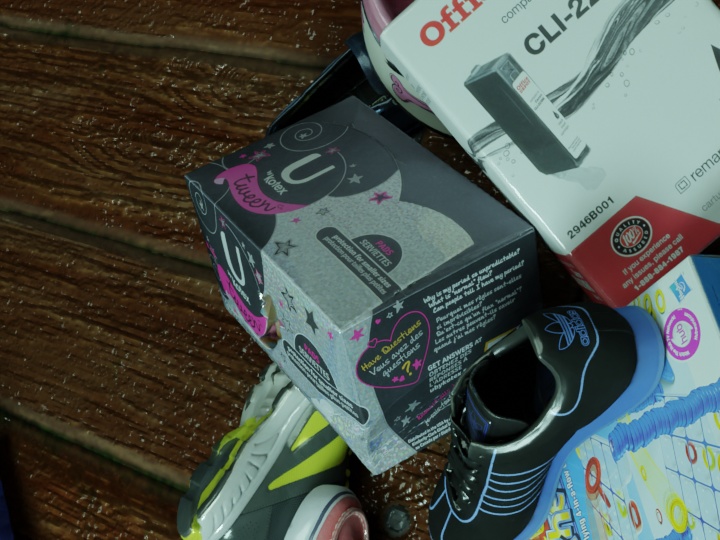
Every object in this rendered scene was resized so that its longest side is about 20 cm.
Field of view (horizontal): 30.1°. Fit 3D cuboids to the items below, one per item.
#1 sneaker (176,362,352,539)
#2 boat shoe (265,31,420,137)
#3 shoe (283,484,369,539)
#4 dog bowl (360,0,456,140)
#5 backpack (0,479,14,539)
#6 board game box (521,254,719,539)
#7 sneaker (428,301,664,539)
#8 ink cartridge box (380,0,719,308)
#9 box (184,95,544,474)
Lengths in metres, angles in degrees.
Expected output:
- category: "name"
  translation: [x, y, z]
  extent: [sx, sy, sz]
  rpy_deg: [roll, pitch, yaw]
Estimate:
- category: "sneaker"
  translation: [-0.035, 0.109, 0.877]
  extent: [0.200, 0.085, 0.074]
  rpy_deg: [-51, 21, -12]
- category: "boat shoe"
  translation: [0.019, -0.130, 0.907]
  extent: [0.200, 0.069, 0.084]
  rpy_deg: [-46, 54, 16]
- category: "shoe"
  translation: [-0.004, 0.236, 0.810]
  extent: [0.091, 0.071, 0.202]
  rpy_deg: [5, 84, 37]
- category: "dog bowl"
  translation: [0.089, -0.182, 0.825]
  extent: [0.199, 0.074, 0.202]
  rpy_deg: [-4, 74, 14]
- category: "backpack"
  translation: [-0.359, 0.234, 1.021]
  extent: [0.163, 0.167, 0.201]
  rpy_deg: [-45, 57, 25]
- category: "board game box"
  translation: [0.157, 0.127, 0.679]
  extent: [0.196, 0.056, 0.201]
  rpy_deg: [-48, 48, 46]
- category: "sneaker"
  translation: [0.072, 0.086, 0.694]
  extent: [0.200, 0.077, 0.070]
  rpy_deg: [-59, 41, 37]
- category: "ink cartridge box"
  translation: [0.125, -0.098, 0.724]
  extent: [0.144, 0.084, 0.200]
  rpy_deg: [-41, 92, 4]
- category: "box"
  translation: [0.000, 0.000, 0.798]
  extent: [0.132, 0.115, 0.200]
  rpy_deg: [-27, 39, -18]
